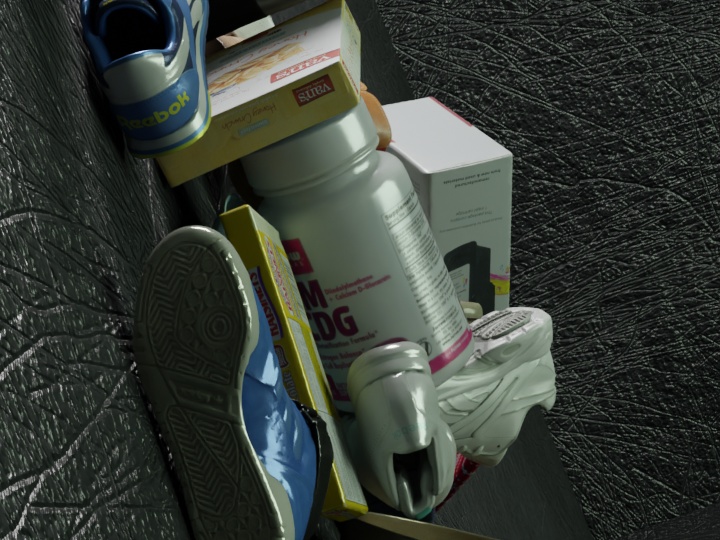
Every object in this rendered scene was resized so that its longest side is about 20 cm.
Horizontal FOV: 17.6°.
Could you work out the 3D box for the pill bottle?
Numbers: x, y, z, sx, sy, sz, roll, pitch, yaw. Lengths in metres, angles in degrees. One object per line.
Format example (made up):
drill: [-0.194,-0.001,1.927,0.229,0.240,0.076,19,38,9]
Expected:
pill bottle: [-0.006,-0.013,1.622,0.113,0.113,0.201,-88,156,-72]

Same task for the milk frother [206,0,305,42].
milk frother: [-0.076,-0.229,1.680,0.181,0.187,0.201,58,12,-52]

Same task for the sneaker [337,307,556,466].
sneaker: [0.067,0.108,1.691,0.078,0.199,0.100,21,-47,64]

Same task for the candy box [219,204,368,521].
candy box: [-0.042,0.062,1.500,0.102,0.026,0.201,37,34,-76]

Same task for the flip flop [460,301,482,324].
flip flop: [0.000,0.000,1.741,0.081,0.199,0.058,-138,-118,-78]

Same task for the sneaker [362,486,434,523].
sneaker: [0.003,0.119,1.763,0.082,0.074,0.201,-93,163,-73]

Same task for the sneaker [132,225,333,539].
sneaker: [-0.070,0.073,1.339,0.111,0.076,0.201,-7,82,-77]

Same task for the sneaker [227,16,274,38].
sneaker: [-0.116,-0.223,1.883,0.201,0.075,0.089,68,23,-12]

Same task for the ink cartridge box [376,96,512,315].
ink cartridge box: [0.057,-0.023,1.943,0.146,0.082,0.201,41,-42,53]

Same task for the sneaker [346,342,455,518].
sneaker: [0.031,0.133,1.565,0.200,0.075,0.089,74,-3,-60]

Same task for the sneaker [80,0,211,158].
sneaker: [-0.141,-0.167,1.498,0.082,0.074,0.201,59,12,-48]

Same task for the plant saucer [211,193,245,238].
plant saucer: [-0.070,0.049,1.583,0.201,0.038,0.202,-21,90,-83]

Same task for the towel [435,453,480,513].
towel: [0.071,0.133,1.852,0.200,0.022,0.145,-53,-166,47]

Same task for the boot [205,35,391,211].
boot: [-0.034,-0.105,1.799,0.154,0.074,0.201,10,43,-43]

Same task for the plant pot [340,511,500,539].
plant pot: [0.070,0.256,1.617,0.200,0.199,0.135,26,79,-80]

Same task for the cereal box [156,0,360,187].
cereal box: [-0.070,-0.129,1.638,0.200,0.143,0.040,-91,156,-72]
